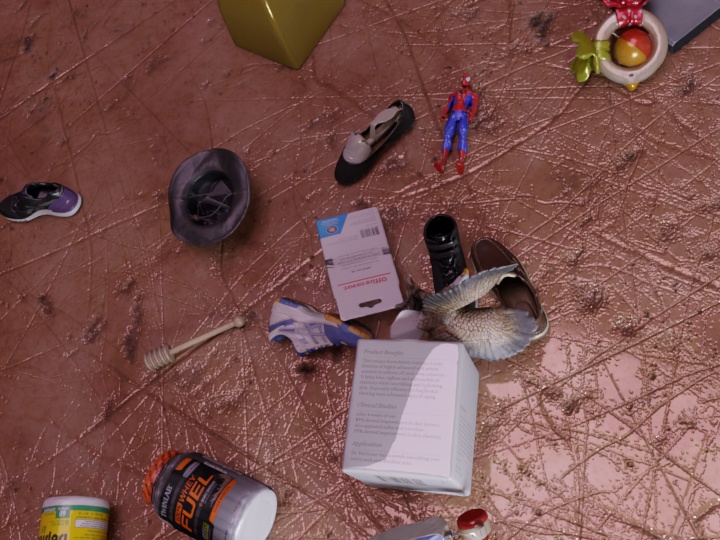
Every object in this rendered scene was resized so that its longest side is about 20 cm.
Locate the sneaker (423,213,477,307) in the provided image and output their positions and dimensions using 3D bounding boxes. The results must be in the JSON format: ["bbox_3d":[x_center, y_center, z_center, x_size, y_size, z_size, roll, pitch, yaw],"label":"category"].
[{"bbox_3d":[0.145,-0.004,1.311,0.070,0.099,0.202,-15,64,10],"label":"sneaker"}]

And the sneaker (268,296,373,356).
[{"bbox_3d":[-0.070,0.113,1.360,0.199,0.075,0.089,17,90,27],"label":"sneaker"}]

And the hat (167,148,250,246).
[{"bbox_3d":[-0.280,-0.133,1.529,0.199,0.081,0.203,-7,72,21],"label":"hat"}]

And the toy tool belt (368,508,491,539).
[{"bbox_3d":[0.108,0.429,1.135,0.198,0.125,0.124,-20,93,13],"label":"toy tool belt"}]

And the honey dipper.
[{"bbox_3d":[-0.304,0.127,1.446,0.199,0.038,0.038,-26,61,3],"label":"honey dipper"}]

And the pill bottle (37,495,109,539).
[{"bbox_3d":[-0.482,0.485,1.300,0.112,0.113,0.202,-8,65,15],"label":"pill bottle"}]

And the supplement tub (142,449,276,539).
[{"bbox_3d":[-0.245,0.371,1.264,0.199,0.123,0.123,17,73,25],"label":"supplement tub"}]

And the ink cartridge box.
[{"bbox_3d":[0.000,0.000,1.364,0.115,0.068,0.201,-13,62,-2],"label":"ink cartridge box"}]

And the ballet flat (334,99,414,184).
[{"bbox_3d":[0.017,-0.251,1.483,0.200,0.068,0.068,-45,61,-4],"label":"ballet flat"}]

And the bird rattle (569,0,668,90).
[{"bbox_3d":[0.465,-0.412,1.389,0.163,0.113,0.200,40,90,6],"label":"bird rattle"}]

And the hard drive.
[{"bbox_3d":[0.551,-0.500,1.431,0.139,0.033,0.200,-38,60,0],"label":"hard drive"}]

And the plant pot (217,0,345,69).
[{"bbox_3d":[-0.183,-0.578,1.625,0.195,0.200,0.195,28,78,26],"label":"plant pot"}]

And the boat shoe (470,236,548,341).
[{"bbox_3d":[0.243,0.016,1.281,0.074,0.075,0.203,-33,60,2],"label":"boat shoe"}]

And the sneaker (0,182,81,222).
[{"bbox_3d":[-0.705,-0.160,1.681,0.198,0.088,0.076,-5,65,17],"label":"sneaker"}]

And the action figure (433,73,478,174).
[{"bbox_3d":[0.181,-0.278,1.453,0.065,0.052,0.202,3,65,24],"label":"action figure"}]

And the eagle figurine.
[{"bbox_3d":[0.153,0.056,1.212,0.199,0.151,0.152,8,88,40],"label":"eagle figurine"}]

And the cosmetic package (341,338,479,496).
[{"bbox_3d":[0.083,0.224,1.192,0.166,0.166,0.202,1,68,19],"label":"cosmetic package"}]
